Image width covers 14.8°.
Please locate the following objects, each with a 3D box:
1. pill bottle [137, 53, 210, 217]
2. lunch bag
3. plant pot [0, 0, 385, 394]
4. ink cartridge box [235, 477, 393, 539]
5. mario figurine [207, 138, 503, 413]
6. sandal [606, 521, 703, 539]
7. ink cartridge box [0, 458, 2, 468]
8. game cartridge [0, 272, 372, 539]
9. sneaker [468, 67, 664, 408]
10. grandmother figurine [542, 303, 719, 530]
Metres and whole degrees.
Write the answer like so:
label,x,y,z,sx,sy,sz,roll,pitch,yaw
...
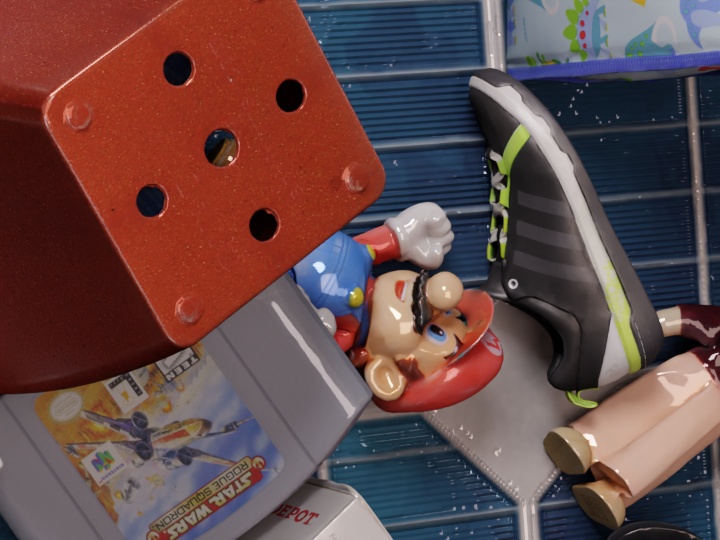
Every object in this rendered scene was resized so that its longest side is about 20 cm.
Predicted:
label,x,y,z,sx,sy,sz,roll,pitch,yaw
pill bottle,-0.143,-0.067,1.441,0.112,0.112,0.200,35,76,-21
lunch bag,0.170,-0.190,1.533,0.127,0.200,0.170,-4,91,-24
plant pot,-0.106,-0.063,1.294,0.200,0.176,0.200,-39,115,-24
ink cartridge box,-0.076,0.204,1.455,0.200,0.147,0.083,-43,108,-17
mario figurine,0.000,0.000,1.511,0.200,0.106,0.123,31,78,-19
sandal,0.200,0.234,1.585,0.076,0.043,0.200,-24,91,-2
ink cartridge box,-0.274,0.027,1.365,0.084,0.144,0.200,-31,102,-21
game cartridge,-0.101,0.083,1.443,0.200,0.042,0.133,-36,86,11
sneaker,0.098,-0.016,1.570,0.083,0.072,0.200,-28,91,-3
grandmother figurine,0.207,0.071,1.631,0.200,0.061,0.121,-37,113,-17
